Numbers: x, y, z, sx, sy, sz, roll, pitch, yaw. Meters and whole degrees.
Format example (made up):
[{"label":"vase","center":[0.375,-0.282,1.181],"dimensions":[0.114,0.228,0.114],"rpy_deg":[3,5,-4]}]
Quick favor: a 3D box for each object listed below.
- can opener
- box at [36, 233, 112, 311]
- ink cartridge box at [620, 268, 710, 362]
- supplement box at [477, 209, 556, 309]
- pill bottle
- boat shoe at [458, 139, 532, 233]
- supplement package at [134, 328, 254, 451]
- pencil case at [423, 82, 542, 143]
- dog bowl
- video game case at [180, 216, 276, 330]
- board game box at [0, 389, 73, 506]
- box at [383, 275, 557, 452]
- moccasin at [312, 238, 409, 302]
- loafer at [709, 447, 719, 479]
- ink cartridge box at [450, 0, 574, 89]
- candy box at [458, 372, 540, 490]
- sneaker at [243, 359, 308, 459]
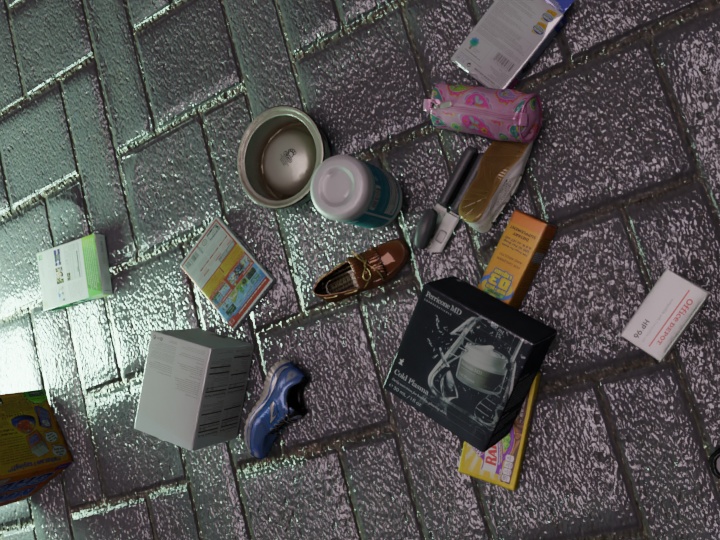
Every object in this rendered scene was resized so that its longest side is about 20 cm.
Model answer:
[{"label":"can opener","center":[0.158,-0.123,1.250],"dimensions":[0.053,0.067,0.201],"rpy_deg":[32,102,23]},{"label":"box","center":[-0.674,0.007,1.676],"dimensions":[0.199,0.036,0.145],"rpy_deg":[-14,82,26]},{"label":"ink cartridge box","center":[0.442,0.063,1.027],"dimensions":[0.068,0.200,0.116],"rpy_deg":[35,102,23]},{"label":"supplement box","center":[0.253,0.003,1.199],"dimensions":[0.066,0.069,0.201],"rpy_deg":[28,103,27]},{"label":"pill bottle","center":[0.004,-0.132,1.253],"dimensions":[0.110,0.200,0.111],"rpy_deg":[-2,86,26]},{"label":"boat shoe","center":[0.239,-0.155,1.215],"dimensions":[0.071,0.069,0.200],"rpy_deg":[26,80,44]},{"label":"supplement package","center":[-0.331,0.232,1.430],"dimensions":[0.151,0.151,0.201],"rpy_deg":[12,93,26]},{"label":"pencil case","center":[0.207,-0.269,1.206],"dimensions":[0.199,0.087,0.088],"rpy_deg":[20,97,37]},{"label":"dog bowl","center":[-0.142,-0.216,1.400],"dimensions":[0.199,0.074,0.201],"rpy_deg":[-2,86,27]},{"label":"video game case","center":[-0.280,0.004,1.489],"dimensions":[0.200,0.017,0.143],"rpy_deg":[47,107,21]},{"label":"board game box","center":[-0.837,0.419,1.645],"dimensions":[0.200,0.200,0.200],"rpy_deg":[-37,72,20]},{"label":"box","center":[0.173,0.143,1.141],"dimensions":[0.200,0.124,0.197],"rpy_deg":[29,109,26]},{"label":"moccasin","center":[0.000,-0.002,1.317],"dimensions":[0.201,0.078,0.074],"rpy_deg":[-22,78,24]},{"label":"loafer","center":[0.602,0.263,1.010],"dimensions":[0.200,0.070,0.068],"rpy_deg":[-17,80,25]},{"label":"ink cartridge box","center":[0.264,-0.409,1.226],"dimensions":[0.119,0.042,0.200],"rpy_deg":[45,110,20]},{"label":"candy box","center":[0.235,0.260,1.210],"dimensions":[0.102,0.026,0.201],"rpy_deg":[12,93,30]},{"label":"sneaker","center":[-0.160,0.279,1.384],"dimensions":[0.089,0.078,0.201],"rpy_deg":[25,99,27]}]
